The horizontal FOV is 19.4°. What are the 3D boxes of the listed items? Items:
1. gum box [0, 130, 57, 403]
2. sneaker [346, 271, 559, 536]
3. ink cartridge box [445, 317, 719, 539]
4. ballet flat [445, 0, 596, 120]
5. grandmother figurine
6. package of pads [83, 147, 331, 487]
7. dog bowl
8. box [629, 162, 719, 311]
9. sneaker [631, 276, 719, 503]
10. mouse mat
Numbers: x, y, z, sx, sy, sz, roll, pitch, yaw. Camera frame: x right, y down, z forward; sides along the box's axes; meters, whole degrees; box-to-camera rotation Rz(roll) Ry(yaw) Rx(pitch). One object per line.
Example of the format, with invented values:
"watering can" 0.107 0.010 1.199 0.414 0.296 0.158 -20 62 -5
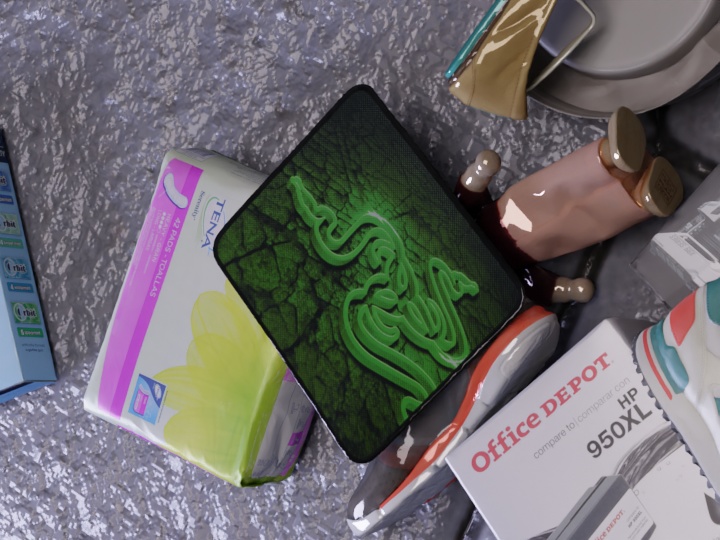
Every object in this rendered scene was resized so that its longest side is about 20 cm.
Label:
"gum box" -0.324 0.013 1.580 0.169 0.044 0.201 -21 77 27
"sneaker" 0.044 0.081 1.335 0.082 0.077 0.200 44 111 17
"ink cartridge box" 0.167 0.149 1.264 0.145 0.084 0.200 -42 67 20
"ballet flat" 0.124 -0.181 1.268 0.063 0.069 0.200 31 106 -1
"grandmother figurine" 0.104 -0.026 1.317 0.200 0.061 0.122 -24 105 37
"package of pads" -0.088 0.032 1.429 0.154 0.068 0.201 23 98 30
"dog bowl" 0.166 -0.190 1.303 0.199 0.059 0.201 -2 86 29
"box" 0.279 -0.020 1.230 0.200 0.050 0.158 -49 66 19
"sneaker" 0.238 0.088 1.177 0.093 0.070 0.200 -46 64 29
"mouse mat" 0.000 0.000 1.328 0.161 0.008 0.200 -47 61 18
